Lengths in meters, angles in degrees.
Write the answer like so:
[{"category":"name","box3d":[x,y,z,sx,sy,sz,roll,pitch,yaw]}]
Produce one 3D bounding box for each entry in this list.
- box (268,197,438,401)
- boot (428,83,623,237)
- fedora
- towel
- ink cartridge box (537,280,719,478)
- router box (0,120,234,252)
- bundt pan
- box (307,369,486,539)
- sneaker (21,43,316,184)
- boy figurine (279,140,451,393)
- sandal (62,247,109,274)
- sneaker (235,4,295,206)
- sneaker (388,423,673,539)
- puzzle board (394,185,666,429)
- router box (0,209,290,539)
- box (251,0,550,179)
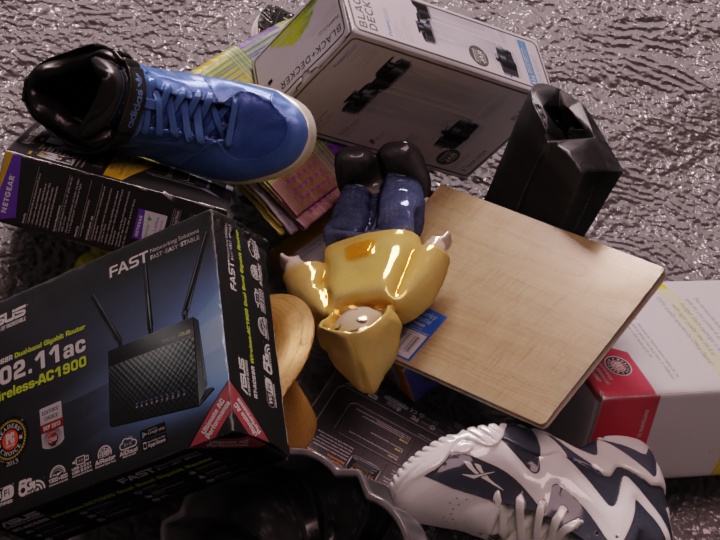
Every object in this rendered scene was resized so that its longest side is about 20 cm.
[{"category":"box","box3d":[0.036,0.012,1.445,0.119,0.042,0.200,-35,48,-15]},{"category":"boot","box3d":[0.102,-0.060,1.482,0.066,0.200,0.165,-25,60,-34]},{"category":"fedora","box3d":[-0.091,0.103,1.321,0.082,0.200,0.201,51,43,-21]},{"category":"towel","box3d":[-0.051,-0.115,1.499,0.144,0.023,0.200,48,38,1]},{"category":"ink cartridge box","box3d":[0.225,0.079,1.450,0.199,0.084,0.145,-1,32,-21]},{"category":"router box","box3d":[-0.171,-0.057,1.424,0.157,0.052,0.200,15,11,-4]},{"category":"bundt pan","box3d":[-0.032,0.211,1.224,0.202,0.202,0.076,47,15,24]},{"category":"box","box3d":[0.035,0.170,1.360,0.199,0.048,0.159,27,47,7]},{"category":"sneaker","box3d":[-0.137,-0.106,1.365,0.199,0.077,0.111,15,4,16]},{"category":"boy figurine","box3d":[0.000,0.000,1.377,0.124,0.065,0.200,-3,44,14]},{"category":"sandal","box3d":[-0.197,0.059,1.374,0.087,0.080,0.200,34,56,8]},{"category":"sneaker","box3d":[-0.072,-0.135,1.577,0.074,0.079,0.201,27,43,-22]},{"category":"sneaker","box3d":[0.124,0.174,1.295,0.198,0.080,0.130,8,38,-26]},{"category":"puzzle board","box3d":[0.091,0.023,1.376,0.200,0.017,0.151,22,59,36]},{"category":"router box","box3d":[-0.146,0.069,1.231,0.062,0.199,0.150,33,41,-51]},{"category":"box","box3d":[0.033,-0.144,1.490,0.199,0.117,0.060,12,51,-35]}]
